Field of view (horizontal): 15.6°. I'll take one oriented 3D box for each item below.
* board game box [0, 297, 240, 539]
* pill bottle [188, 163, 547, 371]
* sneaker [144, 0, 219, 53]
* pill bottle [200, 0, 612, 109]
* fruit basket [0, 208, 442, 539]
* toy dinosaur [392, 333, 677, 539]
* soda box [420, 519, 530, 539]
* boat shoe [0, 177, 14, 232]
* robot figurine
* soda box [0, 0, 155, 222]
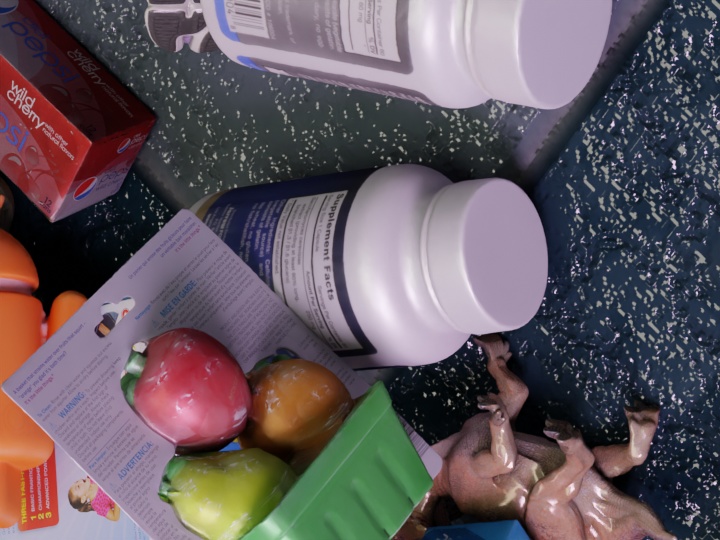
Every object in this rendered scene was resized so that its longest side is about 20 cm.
[{"bbox_3d":[-0.148,0.123,1.601,0.195,0.056,0.201,-13,77,39],"label":"board game box"},{"bbox_3d":[0.000,0.000,1.455,0.199,0.111,0.112,-6,102,37],"label":"pill bottle"},{"bbox_3d":[-0.083,-0.215,1.480,0.084,0.080,0.201,-111,24,-51],"label":"sneaker"},{"bbox_3d":[0.024,-0.148,1.384,0.199,0.114,0.114,14,114,32],"label":"pill bottle"},{"bbox_3d":[-0.069,0.085,1.354,0.200,0.185,0.094,41,132,0],"label":"fruit basket"},{"bbox_3d":[0.092,0.127,1.451,0.199,0.086,0.136,22,117,24],"label":"toy dinosaur"},{"bbox_3d":[0.095,0.231,1.442,0.064,0.068,0.200,-9,126,37],"label":"soda box"},{"bbox_3d":[-0.279,0.027,1.690,0.072,0.065,0.201,27,119,6],"label":"boat shoe"},{"bbox_3d":[-0.243,0.055,1.577,0.143,0.116,0.201,-16,76,40],"label":"robot figurine"},{"bbox_3d":[-0.221,-0.126,1.605,0.200,0.063,0.070,44,127,16],"label":"soda box"}]
